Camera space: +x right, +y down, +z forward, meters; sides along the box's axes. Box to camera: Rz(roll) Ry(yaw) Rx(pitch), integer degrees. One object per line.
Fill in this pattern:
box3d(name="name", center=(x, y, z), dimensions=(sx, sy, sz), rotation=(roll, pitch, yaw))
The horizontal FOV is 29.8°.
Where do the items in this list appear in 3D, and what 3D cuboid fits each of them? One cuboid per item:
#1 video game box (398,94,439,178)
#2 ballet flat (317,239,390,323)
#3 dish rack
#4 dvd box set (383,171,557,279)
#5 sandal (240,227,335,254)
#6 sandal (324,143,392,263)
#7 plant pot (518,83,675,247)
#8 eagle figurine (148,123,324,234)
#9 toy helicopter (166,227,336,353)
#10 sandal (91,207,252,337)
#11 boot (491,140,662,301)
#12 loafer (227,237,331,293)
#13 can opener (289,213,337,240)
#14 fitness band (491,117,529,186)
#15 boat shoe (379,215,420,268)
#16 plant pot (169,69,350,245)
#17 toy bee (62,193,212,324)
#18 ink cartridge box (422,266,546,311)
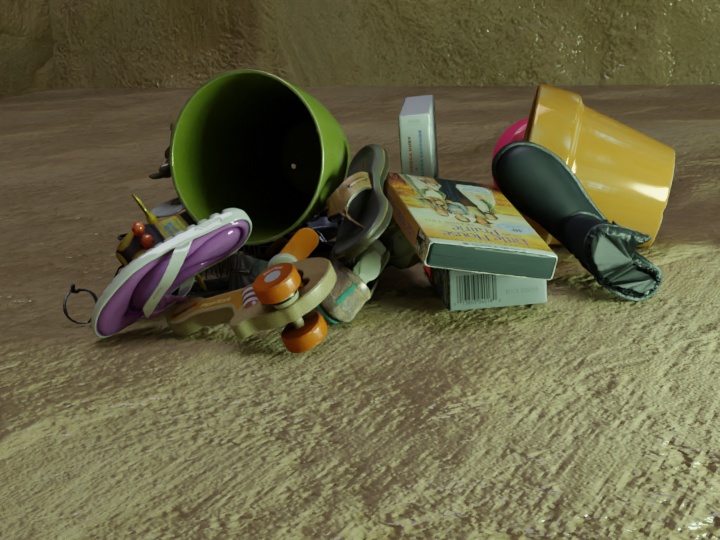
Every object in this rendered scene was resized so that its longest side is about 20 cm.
box3d(name="video game box", center=(0.079, -0.123, 1.743), dimensions=(0.046, 0.185, 0.200), rotation=(-5, 13, 6))
box3d(name="ballet flat", center=(0.000, 0.000, 1.482), dimensions=(0.067, 0.068, 0.200), rotation=(-45, 10, 18))
box3d(name="dish rack", center=(-0.191, -0.012, 1.622), dimensions=(0.152, 0.055, 0.199), rotation=(-11, 16, -26))
box3d(name="dvd box set", center=(0.110, -0.051, 1.448), dimensions=(0.144, 0.030, 0.200), rotation=(6, 23, -17))
box3d(name="sandal", center=(-0.081, -0.043, 1.731), dimensions=(0.197, 0.046, 0.075), rotation=(2, 8, 18))
box3d(name="sandal", center=(-0.007, -0.081, 1.457), dimensions=(0.082, 0.054, 0.201), rotation=(-40, 26, 31))
box3d(name="plant pot", center=(0.285, -0.111, 1.676), dimensions=(0.181, 0.203, 0.200), rotation=(14, 15, 3))
box3d(name="eagle figurine", center=(-0.153, -0.106, 1.691), dimensions=(0.151, 0.199, 0.153), rotation=(-36, 29, 44))
box3d(name="toy helicopter", center=(-0.112, 0.025, 1.379), dimensions=(0.198, 0.079, 0.133), rotation=(-14, 31, 29))
box3d(name="sandal", center=(-0.192, 0.006, 1.405), dimensions=(0.202, 0.083, 0.050), rotation=(-38, 60, -11))
box3d(name="boot", center=(0.239, -0.058, 1.482), dimensions=(0.076, 0.200, 0.168), rotation=(-45, 12, 3))
box3d(name="loafer", center=(-0.078, -0.001, 1.508), dimensions=(0.072, 0.073, 0.200), rotation=(3, 14, 27))
box3d(name="can opener", center=(-0.126, -0.067, 1.813), dimensions=(0.197, 0.064, 0.079), rotation=(-4, 14, -5))
box3d(name="fitness band", center=(0.269, -0.144, 1.865), dimensions=(0.198, 0.146, 0.037), rotation=(-10, 16, -25))
box3d(name="boat shoe", center=(0.028, -0.042, 1.584), dimensions=(0.073, 0.063, 0.200), rotation=(-46, 14, -19))
box3d(name="plant pot", center=(-0.091, -0.131, 1.547), dimensions=(0.185, 0.190, 0.200), rotation=(2, 6, 20))
box3d(name="toy bee", center=(-0.220, -0.019, 1.478), dimensions=(0.130, 0.109, 0.201), rotation=(32, 54, 2))
box3d(name="ink cartridge box", center=(0.134, -0.006, 1.526), dimensions=(0.107, 0.051, 0.200), rotation=(-5, 14, -5))
